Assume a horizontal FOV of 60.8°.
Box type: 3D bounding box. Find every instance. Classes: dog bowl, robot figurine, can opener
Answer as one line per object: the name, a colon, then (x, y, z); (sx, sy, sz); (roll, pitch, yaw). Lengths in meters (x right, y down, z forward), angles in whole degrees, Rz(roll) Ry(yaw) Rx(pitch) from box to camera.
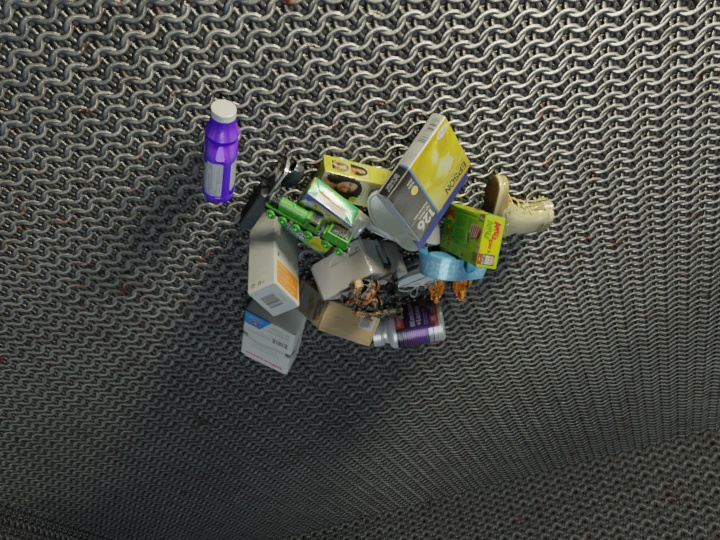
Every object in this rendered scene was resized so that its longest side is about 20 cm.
dog bowl: (0.208, -0.013, 1.368); (0.196, 0.110, 0.051); (-4, 106, -43)
robot figurine: (0.228, 0.000, 1.532); (0.140, 0.060, 0.203); (-7, 142, -4)
can opener: (-0.184, -0.154, 1.275); (0.065, 0.055, 0.200); (22, 135, -25)

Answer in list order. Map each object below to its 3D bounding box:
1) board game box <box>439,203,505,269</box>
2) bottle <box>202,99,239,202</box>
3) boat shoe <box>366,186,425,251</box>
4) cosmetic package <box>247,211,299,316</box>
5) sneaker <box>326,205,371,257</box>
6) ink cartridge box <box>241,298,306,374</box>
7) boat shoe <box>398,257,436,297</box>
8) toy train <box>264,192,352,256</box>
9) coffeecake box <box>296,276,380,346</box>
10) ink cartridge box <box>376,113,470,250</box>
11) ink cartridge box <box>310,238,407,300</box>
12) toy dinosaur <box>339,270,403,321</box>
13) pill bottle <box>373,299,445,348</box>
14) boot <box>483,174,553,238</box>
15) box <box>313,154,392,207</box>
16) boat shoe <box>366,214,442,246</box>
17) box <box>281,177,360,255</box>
board game box: (0.234, -0.078, 1.305); (0.046, 0.200, 0.105); (7, 101, -16)
bottle: (-0.262, -0.223, 1.152); (0.063, 0.086, 0.202); (4, 142, -13)
boat shoe: (0.076, -0.116, 1.276); (0.074, 0.063, 0.199); (-25, 138, 29)
cosmetic package: (-0.186, -0.019, 1.324); (0.070, 0.205, 0.102); (-21, 141, 18)
sneaker: (-0.045, -0.096, 1.371); (0.088, 0.075, 0.200); (43, 149, -1)
ink cartridge box: (-0.228, 0.163, 1.602); (0.143, 0.085, 0.202); (25, 141, 4)
boat shoe: (0.135, 0.018, 1.500); (0.199, 0.076, 0.086); (-21, 132, 39)
toy train: (-0.104, -0.095, 1.227); (0.196, 0.042, 0.057); (29, 141, 2)
coffeecake box: (-0.068, 0.097, 1.494); (0.151, 0.199, 0.075); (22, 95, -32)
ink cartridge box: (0.142, -0.167, 1.229); (0.200, 0.046, 0.200); (-55, 134, -9)
ink cartridge box: (0.000, 0.000, 1.407); (0.142, 0.086, 0.198); (-29, 167, 24)
toy dinosaur: (0.021, 0.061, 1.333); (0.131, 0.106, 0.200); (-7, 176, -2)
pill bottle: (0.127, 0.147, 1.659); (0.193, 0.114, 0.113); (-10, 143, 4)
boot: (0.354, -0.144, 1.361); (0.150, 0.075, 0.202); (-8, 144, 1)
box: (0.004, -0.178, 1.281); (0.194, 0.051, 0.076); (9, 140, -20)
boat shoe: (0.097, -0.098, 1.391); (0.195, 0.076, 0.065); (20, 153, -27)
box: (-0.092, -0.104, 1.288); (0.116, 0.049, 0.200); (35, 153, -9)
